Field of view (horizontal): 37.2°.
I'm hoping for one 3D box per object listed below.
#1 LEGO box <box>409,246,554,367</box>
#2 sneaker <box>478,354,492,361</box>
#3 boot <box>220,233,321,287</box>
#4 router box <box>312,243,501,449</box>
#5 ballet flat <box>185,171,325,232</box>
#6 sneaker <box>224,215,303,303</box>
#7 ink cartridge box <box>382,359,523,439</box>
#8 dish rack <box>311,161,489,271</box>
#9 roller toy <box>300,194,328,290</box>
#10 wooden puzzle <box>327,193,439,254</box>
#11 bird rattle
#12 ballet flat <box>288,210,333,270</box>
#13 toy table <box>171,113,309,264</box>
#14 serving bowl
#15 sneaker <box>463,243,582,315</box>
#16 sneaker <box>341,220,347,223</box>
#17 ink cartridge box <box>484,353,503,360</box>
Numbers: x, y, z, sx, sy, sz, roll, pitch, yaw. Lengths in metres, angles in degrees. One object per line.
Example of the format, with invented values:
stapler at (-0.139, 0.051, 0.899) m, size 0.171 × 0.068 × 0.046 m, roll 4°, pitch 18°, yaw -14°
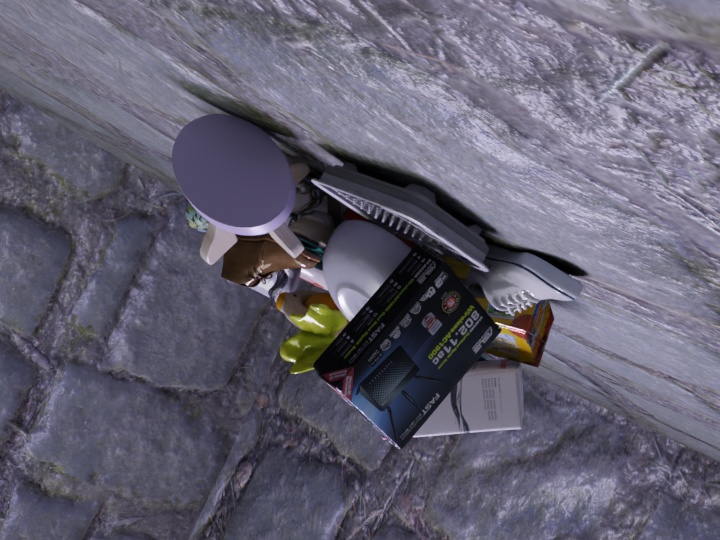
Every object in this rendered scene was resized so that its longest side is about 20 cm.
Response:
LEGO box at (0.156, 0.051, 1.471) m, size 0.197 × 0.078 × 0.149 m, roll 15°, pitch 162°, yaw 22°
sneaker at (0.112, 0.133, 1.671) m, size 0.197 × 0.079 × 0.140 m, roll 28°, pitch 177°, yaw 1°
boot at (-0.124, -0.009, 1.454) m, size 0.073 × 0.077 × 0.198 m, roll 28°, pitch 167°, yaw -36°
router box at (0.059, 0.093, 1.283) m, size 0.150 × 0.201 × 0.062 m, roll 45°, pitch 174°, yaw -39°
ballet flat at (-0.142, -0.092, 1.456) m, size 0.196 × 0.076 × 0.074 m, roll -17°, pitch 179°, yaw -5°
sneaker at (-0.139, -0.053, 1.583) m, size 0.113 × 0.204 × 0.075 m, roll 14°, pitch -158°, yaw 7°
ink cartridge box at (0.133, 0.180, 1.518) m, size 0.196 × 0.086 × 0.145 m, roll -6°, pitch -179°, yaw 10°
dish rack at (0.052, -0.069, 1.245) m, size 0.198 × 0.044 × 0.171 m, roll 23°, pitch 175°, yaw 46°
roller toy at (-0.096, -0.056, 1.718) m, size 0.198 × 0.142 × 0.182 m, roll 29°, pitch 175°, yaw -19°
wooden puzzle at (0.033, -0.041, 1.538) m, size 0.198 × 0.038 × 0.185 m, roll 28°, pitch 164°, yaw 7°
bird rattle at (-0.033, 0.069, 1.541) m, size 0.197 × 0.115 × 0.163 m, roll -7°, pitch -148°, yaw -39°
ballet flat at (-0.062, -0.051, 1.509) m, size 0.069 × 0.070 × 0.200 m, roll 26°, pitch 172°, yaw 9°
toy table at (-0.148, -0.098, 1.357) m, size 0.201 × 0.182 × 0.117 m, roll 55°, pitch 177°, yaw 30°
serving bowl at (0.021, 0.034, 1.386) m, size 0.199 × 0.066 × 0.202 m, roll 33°, pitch 150°, yaw 22°
sneaker at (0.190, 0.020, 1.264) m, size 0.072 × 0.072 × 0.199 m, roll 28°, pitch 176°, yaw -23°
sneaker at (0.000, 0.000, 1.528) m, size 0.076 × 0.074 × 0.200 m, roll 25°, pitch 164°, yaw 11°
ink cartridge box at (0.161, 0.067, 1.671) m, size 0.198 × 0.085 × 0.145 m, roll 27°, pitch 178°, yaw 23°
